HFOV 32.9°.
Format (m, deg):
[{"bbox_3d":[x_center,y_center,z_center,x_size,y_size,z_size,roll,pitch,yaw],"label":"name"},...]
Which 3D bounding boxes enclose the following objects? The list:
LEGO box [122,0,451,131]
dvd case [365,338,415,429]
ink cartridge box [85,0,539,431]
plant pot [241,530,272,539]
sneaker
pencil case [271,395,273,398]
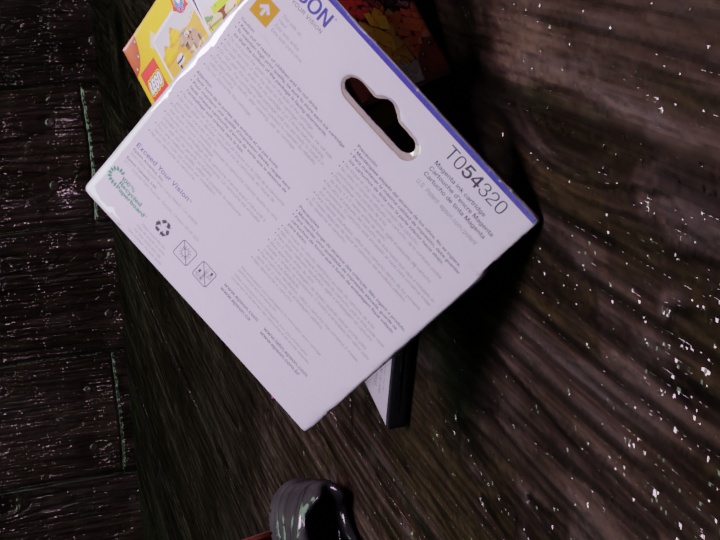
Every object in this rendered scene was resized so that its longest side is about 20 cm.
[{"bbox_3d":[-0.054,-0.134,0.770,0.149,0.077,0.200,61,144,5],"label":"LEGO box"},{"bbox_3d":[0.000,0.000,0.909,0.200,0.017,0.143,-118,25,-51],"label":"dvd case"},{"bbox_3d":[-0.029,-0.041,0.682,0.196,0.043,0.200,48,117,2],"label":"ink cartridge box"},{"bbox_3d":[-0.137,0.396,1.281,0.201,0.200,0.196,129,123,-68],"label":"plant pot"},{"bbox_3d":[-0.030,0.275,1.048,0.091,0.076,0.201,-36,66,62],"label":"sneaker"},{"bbox_3d":[-0.028,0.023,0.833,0.200,0.085,0.093,128,146,-67],"label":"pencil case"}]
